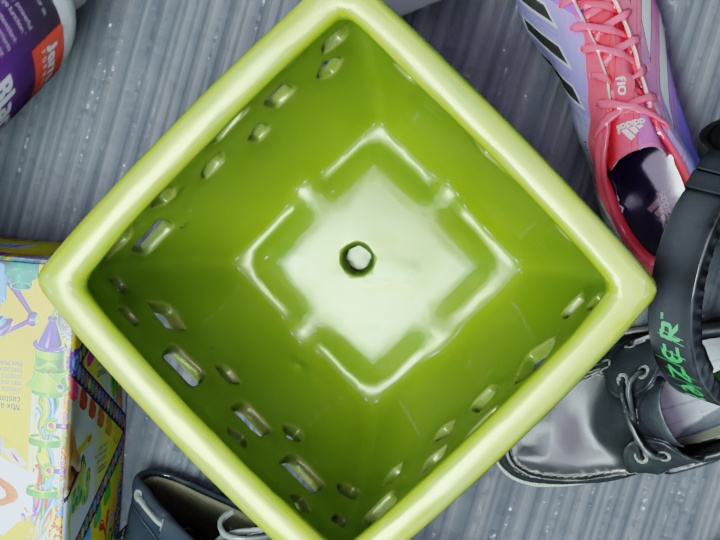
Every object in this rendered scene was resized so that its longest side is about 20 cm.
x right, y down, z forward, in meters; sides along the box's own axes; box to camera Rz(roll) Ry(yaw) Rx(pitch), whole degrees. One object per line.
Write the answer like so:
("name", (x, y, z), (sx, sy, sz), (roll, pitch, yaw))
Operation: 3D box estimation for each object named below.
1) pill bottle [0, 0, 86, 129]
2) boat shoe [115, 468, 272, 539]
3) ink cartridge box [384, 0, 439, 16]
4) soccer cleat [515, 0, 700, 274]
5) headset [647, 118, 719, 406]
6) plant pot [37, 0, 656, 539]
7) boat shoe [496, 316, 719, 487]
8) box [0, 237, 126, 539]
("pill bottle", (-0.207, -0.112, 0.798), (0.111, 0.111, 0.200), (34, 55, 3))
("boat shoe", (-0.047, 0.147, 0.825), (0.200, 0.075, 0.062), (14, 104, 47))
("ink cartridge box", (0.032, -0.225, 0.765), (0.200, 0.043, 0.196), (-18, 123, 28))
("soccer cleat", (0.127, -0.089, 0.823), (0.067, 0.076, 0.200), (-19, 92, 7))
("headset", (0.189, -0.031, 0.782), (0.094, 0.124, 0.200), (21, 62, 42))
("plant pot", (0.000, 0.000, 0.790), (0.199, 0.181, 0.200), (-44, 89, 8))
("boat shoe", (0.160, 0.065, 0.836), (0.199, 0.066, 0.075), (-13, 93, 7))
("box", (-0.230, 0.078, 0.849), (0.200, 0.122, 0.193), (5, 94, 5))
